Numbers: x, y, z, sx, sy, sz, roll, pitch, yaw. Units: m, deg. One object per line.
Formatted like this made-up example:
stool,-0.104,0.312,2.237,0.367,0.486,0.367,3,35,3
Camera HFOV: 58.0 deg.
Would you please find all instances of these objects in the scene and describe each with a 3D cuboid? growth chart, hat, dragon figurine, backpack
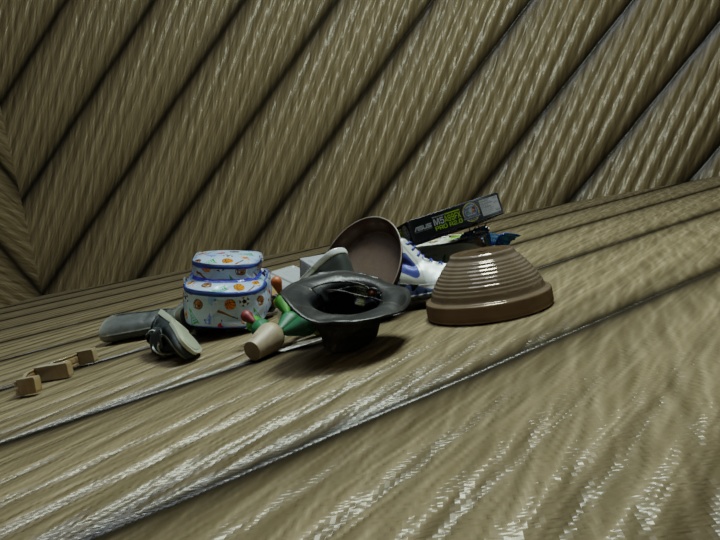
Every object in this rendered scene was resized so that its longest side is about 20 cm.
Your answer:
growth chart,0.181,-0.070,1.451,0.197,0.018,0.144,-8,7,26
hat,-0.023,0.066,0.919,0.196,0.083,0.201,5,18,-2
dragon figurine,0.291,-0.049,1.334,0.197,0.102,0.058,-4,1,-33
backpack,-0.258,0.043,1.265,0.196,0.157,0.191,-5,21,-4

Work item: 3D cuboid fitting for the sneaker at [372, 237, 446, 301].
sneaker,0.105,-0.006,1.160,0.195,0.118,0.081,-9,-14,5

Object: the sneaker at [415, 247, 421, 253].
sneaker,0.076,0.021,1.299,0.199,0.078,0.076,-23,33,59

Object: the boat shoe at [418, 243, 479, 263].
boat shoe,0.198,-0.011,1.291,0.198,0.073,0.067,7,-16,44

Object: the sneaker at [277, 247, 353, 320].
sneaker,-0.071,0.062,1.114,0.070,0.100,0.200,2,-40,-47

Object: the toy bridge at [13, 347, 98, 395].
toy bridge,-0.520,0.170,1.099,0.066,0.028,0.200,-11,6,7

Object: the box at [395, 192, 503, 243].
box,0.158,-0.090,1.278,0.197,0.045,0.160,-19,-1,-16

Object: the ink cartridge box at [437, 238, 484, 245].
ink cartridge box,0.197,-0.028,1.476,0.134,0.078,0.199,-14,6,-30

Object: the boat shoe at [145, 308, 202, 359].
boat shoe,-0.323,0.123,1.112,0.068,0.072,0.199,-49,27,-14

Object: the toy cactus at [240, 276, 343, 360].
toy cactus,-0.120,0.081,1.015,0.197,0.104,0.165,3,22,28

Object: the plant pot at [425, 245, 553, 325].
plant pot,0.194,0.015,1.011,0.197,0.095,0.201,-10,7,1

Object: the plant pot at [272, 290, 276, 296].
plant pot,-0.161,0.051,1.571,0.196,0.028,0.200,-11,6,1

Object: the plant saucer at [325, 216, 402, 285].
plant saucer,0.003,0.002,1.151,0.198,0.204,0.034,-5,-25,43

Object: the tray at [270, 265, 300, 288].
tray,-0.132,0.027,1.484,0.106,0.023,0.198,-16,27,-40

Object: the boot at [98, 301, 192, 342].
boot,-0.438,0.106,1.414,0.197,0.074,0.182,-16,3,17

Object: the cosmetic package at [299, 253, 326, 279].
cosmetic package,-0.025,0.004,1.417,0.197,0.076,0.101,-10,22,-31
